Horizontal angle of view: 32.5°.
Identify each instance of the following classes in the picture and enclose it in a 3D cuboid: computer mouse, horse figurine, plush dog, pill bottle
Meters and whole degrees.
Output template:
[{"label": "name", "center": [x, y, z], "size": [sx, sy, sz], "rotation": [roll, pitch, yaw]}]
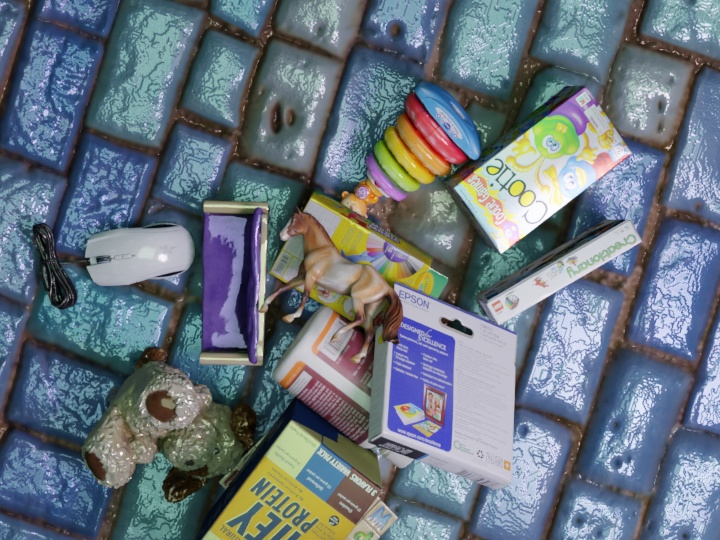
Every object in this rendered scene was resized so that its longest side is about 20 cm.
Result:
[{"label": "computer mouse", "center": [-0.308, -0.019, 1.548], "size": [0.197, 0.044, 0.111], "rotation": [-10, 92, -1]}, {"label": "horse figurine", "center": [-0.026, 0.024, 1.471], "size": [0.198, 0.050, 0.133], "rotation": [26, 68, 13]}, {"label": "plush dog", "center": [-0.221, 0.193, 1.532], "size": [0.171, 0.161, 0.200], "rotation": [39, 120, -17]}, {"label": "pill bottle", "center": [-0.001, 0.146, 1.527], "size": [0.199, 0.114, 0.115], "rotation": [38, 92, -4]}]

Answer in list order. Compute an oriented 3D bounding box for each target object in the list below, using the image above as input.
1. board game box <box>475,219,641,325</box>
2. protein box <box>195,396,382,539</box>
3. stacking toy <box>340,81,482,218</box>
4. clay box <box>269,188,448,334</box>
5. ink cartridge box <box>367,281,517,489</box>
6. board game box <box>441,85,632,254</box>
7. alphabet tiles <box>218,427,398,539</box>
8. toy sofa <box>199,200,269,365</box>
[{"label": "board game box", "center": [0.239, -0.001, 1.519], "size": [0.199, 0.126, 0.035], "rotation": [-30, 93, 1]}, {"label": "protein box", "center": [-0.087, 0.281, 1.484], "size": [0.134, 0.199, 0.201], "rotation": [37, 92, -2]}, {"label": "stacking toy", "center": [0.048, -0.132, 1.533], "size": [0.200, 0.110, 0.116], "rotation": [-40, 94, 16]}, {"label": "clay box", "center": [0.000, 0.000, 1.542], "size": [0.199, 0.048, 0.116], "rotation": [30, 108, -4]}, {"label": "ink cartridge box", "center": [0.103, 0.140, 1.497], "size": [0.196, 0.047, 0.202], "rotation": [23, 53, -26]}, {"label": "board game box", "center": [0.214, -0.125, 1.520], "size": [0.199, 0.103, 0.105], "rotation": [-38, 99, 1]}, {"label": "alphabet tiles", "center": [-0.078, 0.307, 1.588], "size": [0.167, 0.008, 0.200], "rotation": [-45, 93, 1]}, {"label": "toy sofa", "center": [-0.156, 0.015, 1.527], "size": [0.082, 0.098, 0.203], "rotation": [2, 94, -2]}]
